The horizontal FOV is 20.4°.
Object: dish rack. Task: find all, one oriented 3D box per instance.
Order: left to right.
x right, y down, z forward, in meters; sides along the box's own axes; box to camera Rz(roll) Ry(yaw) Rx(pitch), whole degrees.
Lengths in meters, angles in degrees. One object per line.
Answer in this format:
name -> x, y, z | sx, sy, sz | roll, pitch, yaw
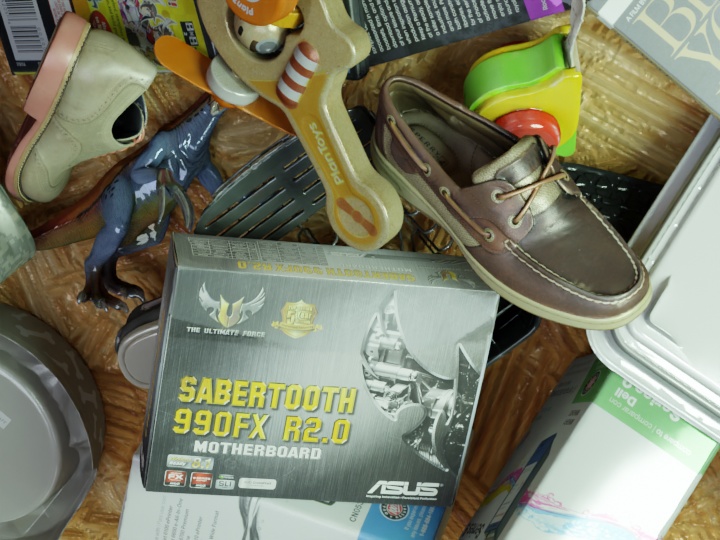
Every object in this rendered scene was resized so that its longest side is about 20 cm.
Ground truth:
dish rack -> 0.000, 0.000, 1.255 | 0.153, 0.055, 0.200 | -37, 120, 8
dish rack -> 0.246, 0.003, 1.169 | 0.171, 0.044, 0.200 | 34, 81, -1

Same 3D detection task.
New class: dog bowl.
dog bowl -> -0.273, 0.109, 1.434 | 0.199, 0.059, 0.201 | 7, 118, 13

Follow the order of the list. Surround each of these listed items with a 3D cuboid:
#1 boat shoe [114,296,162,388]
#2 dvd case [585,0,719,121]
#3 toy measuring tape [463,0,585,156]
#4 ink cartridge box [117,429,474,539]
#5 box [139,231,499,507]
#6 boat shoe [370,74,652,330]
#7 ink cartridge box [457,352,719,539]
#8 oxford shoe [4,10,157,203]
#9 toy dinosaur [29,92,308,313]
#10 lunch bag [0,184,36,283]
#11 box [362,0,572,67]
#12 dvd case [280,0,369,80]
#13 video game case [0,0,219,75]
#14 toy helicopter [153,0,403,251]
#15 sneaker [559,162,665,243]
boat shoe -> -0.068, 0.021, 1.327 | 0.199, 0.057, 0.067 | -17, 121, 5
dvd case -> 0.249, -0.144, 1.136 | 0.200, 0.016, 0.149 | 39, 93, -4
toy measuring tape -> 0.094, -0.121, 1.171 | 0.073, 0.074, 0.200 | 12, 150, 10
ink cartridge box -> -0.041, 0.142, 1.328 | 0.199, 0.145, 0.084 | 18, 125, 7
box -> -0.027, 0.063, 1.227 | 0.199, 0.048, 0.159 | 5, 117, -13
boat shoe -> 0.084, -0.044, 1.146 | 0.200, 0.072, 0.072 | 42, 157, 23
ink cartridge box -> 0.130, 0.151, 1.234 | 0.087, 0.145, 0.200 | 33, 81, -2
oxford shoe -> -0.177, -0.086, 1.266 | 0.075, 0.071, 0.200 | 22, 155, -7
toy dinosaur -> -0.138, -0.064, 1.294 | 0.200, 0.105, 0.182 | 23, 101, 18
lunch bag -> -0.333, -0.032, 1.295 | 0.139, 0.168, 0.200 | -5, 120, 55
box -> 0.020, -0.202, 1.202 | 0.199, 0.036, 0.143 | -14, 111, 21
dvd case -> -0.068, -0.213, 1.185 | 0.142, 0.018, 0.201 | 10, 123, 28
video game case -> -0.172, -0.216, 1.227 | 0.180, 0.025, 0.201 | 4, 119, 36
toy helicopter -> -0.039, -0.101, 1.162 | 0.132, 0.079, 0.200 | -19, 101, 42
sneaker -> 0.183, -0.008, 1.247 | 0.199, 0.072, 0.083 | 21, 144, 7
